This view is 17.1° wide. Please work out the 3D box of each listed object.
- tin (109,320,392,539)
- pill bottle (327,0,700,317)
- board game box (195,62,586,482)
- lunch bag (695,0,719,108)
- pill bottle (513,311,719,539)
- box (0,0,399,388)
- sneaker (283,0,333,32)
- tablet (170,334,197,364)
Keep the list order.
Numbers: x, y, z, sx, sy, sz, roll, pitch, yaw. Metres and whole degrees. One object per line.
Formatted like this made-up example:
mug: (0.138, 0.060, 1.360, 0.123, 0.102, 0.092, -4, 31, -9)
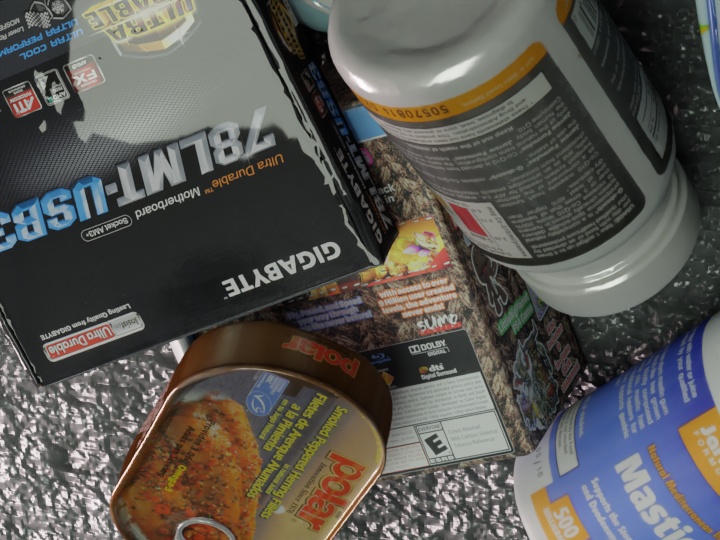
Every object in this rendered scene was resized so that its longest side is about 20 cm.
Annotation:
tin: (-0.054, 0.095, 1.195, 0.112, 0.042, 0.200, 25, 139, -8)
pill bottle: (0.078, -0.071, 1.110, 0.116, 0.116, 0.200, -10, 141, 27)
board game box: (0.000, 0.000, 1.229, 0.159, 0.097, 0.200, -13, 109, 28)
lunch bag: (0.224, -0.155, 1.063, 0.161, 0.082, 0.200, -2, 114, 23)
pill bottle: (0.182, 0.083, 1.183, 0.200, 0.112, 0.112, -36, 97, 34)
box: (-0.112, -0.063, 1.140, 0.200, 0.050, 0.199, -19, 106, 22)
sneaker: (-0.078, -0.145, 1.191, 0.200, 0.080, 0.131, 39, 128, 26)
tablet: (-0.112, -0.021, 1.253, 0.014, 0.130, 0.200, -22, 107, 3)
